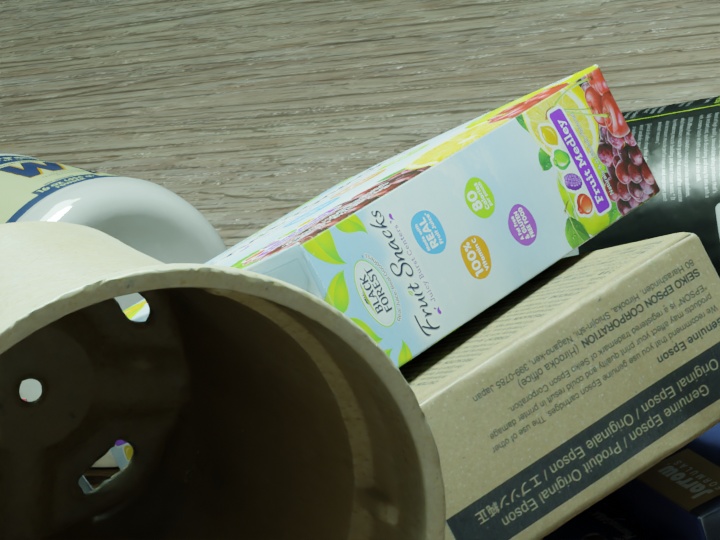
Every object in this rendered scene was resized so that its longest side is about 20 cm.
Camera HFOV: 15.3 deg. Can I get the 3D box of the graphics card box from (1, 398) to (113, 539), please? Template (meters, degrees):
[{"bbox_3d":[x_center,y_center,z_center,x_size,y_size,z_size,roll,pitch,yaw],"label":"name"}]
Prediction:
[{"bbox_3d":[-0.147,0.136,1.048,0.125,0.051,0.200,-17,36,-24],"label":"graphics card box"}]

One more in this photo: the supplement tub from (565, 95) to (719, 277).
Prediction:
[{"bbox_3d":[0.152,-0.017,1.247,0.200,0.123,0.123,-9,19,22],"label":"supplement tub"}]

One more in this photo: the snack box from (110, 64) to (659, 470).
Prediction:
[{"bbox_3d":[0.000,0.000,1.116,0.200,0.068,0.169,-30,5,-42],"label":"snack box"}]

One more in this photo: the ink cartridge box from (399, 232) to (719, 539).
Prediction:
[{"bbox_3d":[0.043,0.061,1.086,0.165,0.075,0.200,-32,8,-23],"label":"ink cartridge box"}]

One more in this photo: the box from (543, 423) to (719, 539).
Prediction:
[{"bbox_3d":[0.174,0.073,1.107,0.200,0.032,0.121,-22,18,-15],"label":"box"}]

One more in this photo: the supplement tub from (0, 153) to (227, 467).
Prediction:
[{"bbox_3d":[-0.167,0.016,1.387,0.145,0.145,0.200,-26,20,-27],"label":"supplement tub"}]

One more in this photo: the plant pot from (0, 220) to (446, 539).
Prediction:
[{"bbox_3d":[-0.097,0.070,0.950,0.200,0.201,0.183,-21,23,-15],"label":"plant pot"}]
